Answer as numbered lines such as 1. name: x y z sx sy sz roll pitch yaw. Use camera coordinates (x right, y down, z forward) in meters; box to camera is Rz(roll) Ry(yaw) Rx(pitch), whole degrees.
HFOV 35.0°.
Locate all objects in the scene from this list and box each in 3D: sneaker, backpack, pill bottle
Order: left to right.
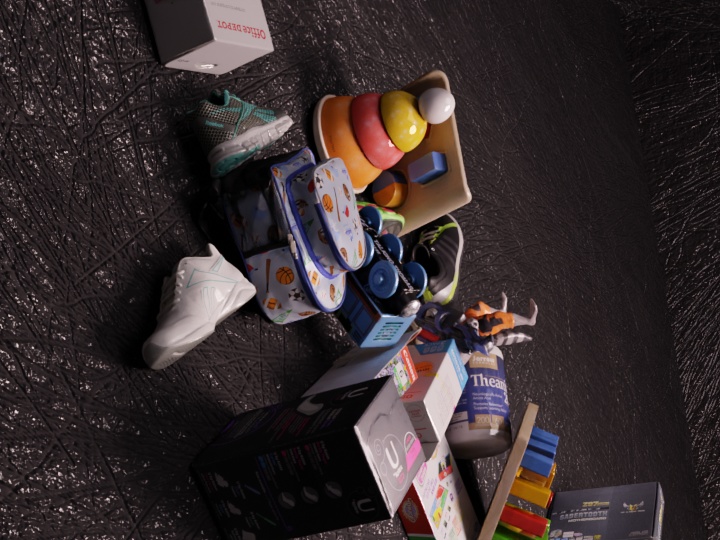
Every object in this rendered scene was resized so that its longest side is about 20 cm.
1. sneaker: -0.181 0.037 1.179 0.081 0.070 0.200 53 26 -7
2. sneaker: -0.145 -0.180 1.363 0.092 0.077 0.200 54 20 -5
3. backpack: -0.075 -0.039 1.343 0.200 0.152 0.193 -39 120 -65
4. sneaker: 0.007 -0.049 1.613 0.200 0.076 0.085 -17 125 -71
5. sneaker: 0.117 -0.029 1.793 0.083 0.071 0.202 45 32 -40
6. pill bottle: 0.167 0.176 1.737 0.111 0.110 0.203 34 46 -53

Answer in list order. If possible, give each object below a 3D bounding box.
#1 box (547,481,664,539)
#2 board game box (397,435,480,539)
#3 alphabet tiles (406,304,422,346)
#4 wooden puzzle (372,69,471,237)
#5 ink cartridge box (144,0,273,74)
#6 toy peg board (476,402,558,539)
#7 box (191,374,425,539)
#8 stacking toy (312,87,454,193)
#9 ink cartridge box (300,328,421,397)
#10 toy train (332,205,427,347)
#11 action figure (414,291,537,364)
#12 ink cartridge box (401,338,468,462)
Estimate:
1. box: 0.429 0.446 2.007 0.052 0.198 0.158 70 25 -20
2. board game box: 0.100 0.316 1.600 0.202 0.040 0.153 69 26 -11
3. alphabet tiles: 0.056 0.065 1.689 0.200 0.014 0.198 42 40 -48
4. wooden puzzle: 0.069 -0.169 1.677 0.046 0.184 0.203 -1 73 -42
5. ink cartridge box: -0.191 -0.344 1.347 0.144 0.084 0.203 -13 89 -65
6. toy peg board: 0.250 0.325 1.682 0.200 0.097 0.201 -30 140 -76
7. box: -0.051 0.198 1.176 0.107 0.198 0.122 67 27 -12
8. stacking toy: 0.044 -0.203 1.609 0.146 0.198 0.148 41 41 -49
9. ink cartridge box: 0.009 0.138 1.439 0.200 0.108 0.051 -37 108 -63
10. toy train: 0.000 0.000 1.448 0.086 0.115 0.201 3 41 -49
11. action figure: 0.166 0.103 1.646 0.200 0.192 0.106 38 -30 62
12. ink cartridge box: 0.059 0.174 1.507 0.069 0.114 0.200 68 27 -20
